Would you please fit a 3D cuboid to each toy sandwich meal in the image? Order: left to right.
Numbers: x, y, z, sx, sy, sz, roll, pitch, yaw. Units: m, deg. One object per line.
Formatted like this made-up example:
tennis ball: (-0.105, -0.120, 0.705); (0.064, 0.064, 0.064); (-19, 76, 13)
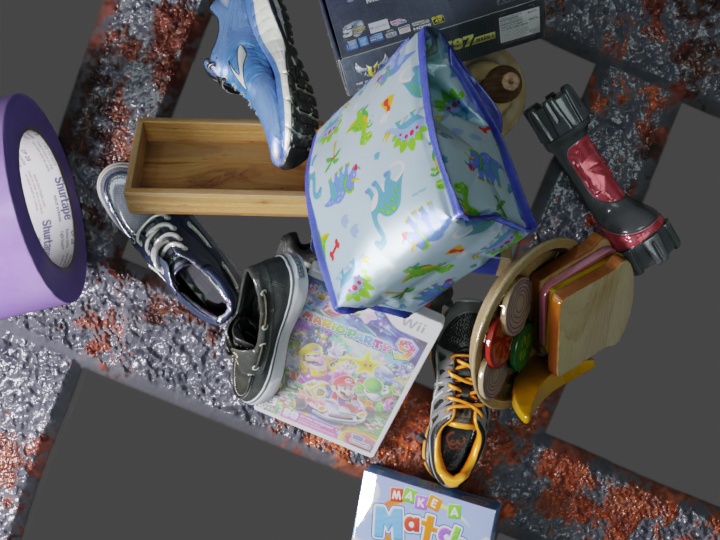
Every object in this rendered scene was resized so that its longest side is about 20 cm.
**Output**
toy sandwich meal: (0.191, 0.059, 0.968); (0.070, 0.204, 0.208); (29, 98, 39)

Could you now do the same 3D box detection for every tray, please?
tray: (-0.129, -0.103, 0.975); (0.196, 0.037, 0.100); (1, 55, 0)

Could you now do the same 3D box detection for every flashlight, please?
flashlight: (0.248, -0.094, 0.993); (0.067, 0.068, 0.202); (-32, 98, 4)

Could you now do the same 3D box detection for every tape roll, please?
tape roll: (-0.333, -0.059, 0.921); (0.083, 0.200, 0.204); (-12, 98, 0)

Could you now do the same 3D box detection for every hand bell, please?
hand bell: (0.124, -0.169, 0.914); (0.102, 0.200, 0.106); (0, 98, -1)

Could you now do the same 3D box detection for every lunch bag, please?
lunch bag: (0.038, -0.084, 0.852); (0.169, 0.126, 0.203); (-37, 61, 36)

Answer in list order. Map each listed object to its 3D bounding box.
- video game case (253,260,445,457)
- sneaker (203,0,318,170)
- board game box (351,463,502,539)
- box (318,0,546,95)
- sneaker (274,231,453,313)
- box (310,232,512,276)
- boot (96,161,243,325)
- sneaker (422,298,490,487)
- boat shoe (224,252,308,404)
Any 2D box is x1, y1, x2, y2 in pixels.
video game case: (-0.016, 0.096, 0.992); (0.141, 0.018, 0.202); (23, 125, -3)
sneaker: (-0.102, -0.190, 0.964); (0.088, 0.078, 0.203); (-20, 74, 15)
board game box: (0.058, 0.326, 1.034); (0.149, 0.036, 0.204); (12, 95, 20)
box: (0.060, -0.262, 0.931); (0.196, 0.160, 0.051); (-15, 142, 1)
sneaker: (0.000, 0.000, 0.999); (0.196, 0.071, 0.100); (4, 100, 0)
box: (0.052, -0.060, 0.976); (0.196, 0.033, 0.123); (5, 54, -1)
boot: (-0.192, -0.031, 0.982); (0.200, 0.090, 0.073); (43, 95, -6)
sneaker: (0.109, 0.131, 1.016); (0.077, 0.077, 0.204); (4, 96, 0)
boat shoe: (-0.104, 0.060, 0.957); (0.056, 0.069, 0.202); (-9, 139, -31)
